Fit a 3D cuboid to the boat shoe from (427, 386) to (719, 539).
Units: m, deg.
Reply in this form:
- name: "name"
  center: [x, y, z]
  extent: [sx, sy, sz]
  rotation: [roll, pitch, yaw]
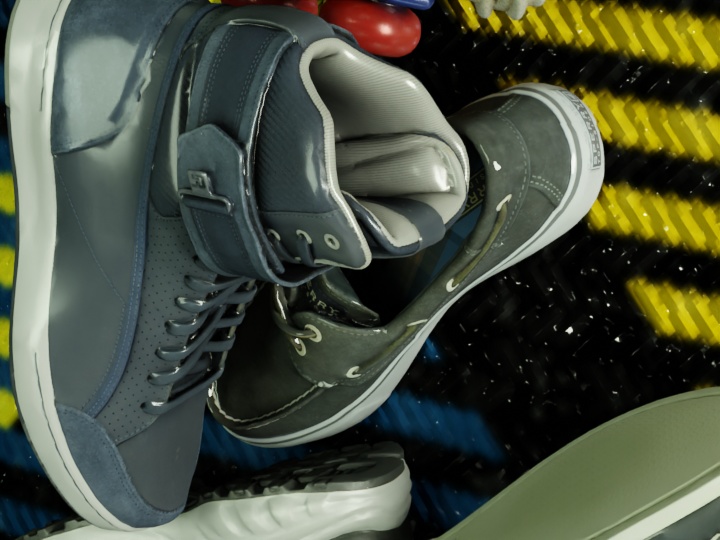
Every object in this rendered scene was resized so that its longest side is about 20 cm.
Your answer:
- name: "boat shoe"
  center: [0.066, 0.108, 0.945]
  extent: [0.199, 0.075, 0.066]
  rotation: [-34, 109, 19]

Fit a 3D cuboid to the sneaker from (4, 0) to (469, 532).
- name: "sneaker"
  center: [-0.038, 0.007, 0.938]
  extent: [0.146, 0.077, 0.203]
  rotation: [12, 119, 28]

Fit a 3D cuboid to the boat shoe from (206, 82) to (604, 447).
- name: "boat shoe"
  center: [0.000, 0.000, 0.992]
  extent: [0.200, 0.057, 0.069]
  rotation: [-42, 71, 38]

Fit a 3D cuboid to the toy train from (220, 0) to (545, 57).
- name: "toy train"
  center: [-0.024, -0.116, 0.915]
  extent: [0.200, 0.116, 0.085]
  rotation: [21, 102, 58]

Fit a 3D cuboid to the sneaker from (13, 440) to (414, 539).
- name: "sneaker"
  center: [-0.059, 0.115, 1.058]
  extent: [0.200, 0.074, 0.080]
  rotation: [-11, 96, 42]
